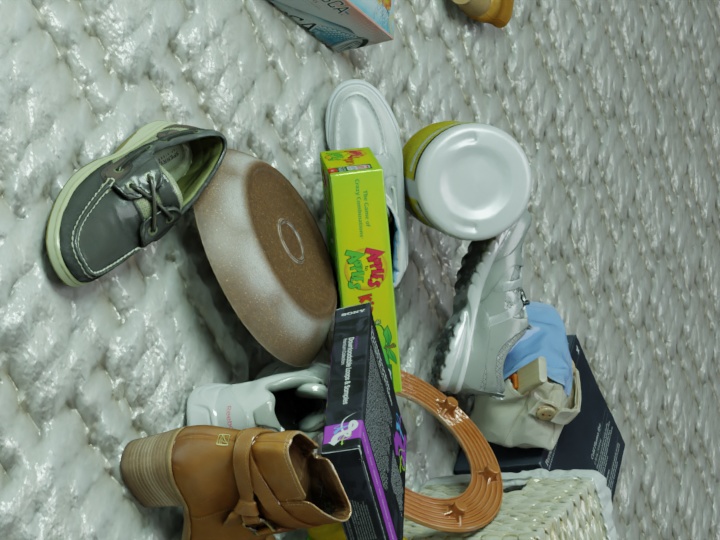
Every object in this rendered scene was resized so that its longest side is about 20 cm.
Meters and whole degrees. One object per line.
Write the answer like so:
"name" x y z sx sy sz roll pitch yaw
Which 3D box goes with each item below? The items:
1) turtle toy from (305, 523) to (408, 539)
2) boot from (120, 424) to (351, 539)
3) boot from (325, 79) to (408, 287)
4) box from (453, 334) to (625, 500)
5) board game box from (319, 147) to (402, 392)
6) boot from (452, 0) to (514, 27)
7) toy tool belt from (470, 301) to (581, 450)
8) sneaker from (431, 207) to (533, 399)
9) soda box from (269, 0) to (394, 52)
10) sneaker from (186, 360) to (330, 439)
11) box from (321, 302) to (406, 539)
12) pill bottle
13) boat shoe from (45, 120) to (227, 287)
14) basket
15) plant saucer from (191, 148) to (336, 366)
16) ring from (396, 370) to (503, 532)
"turtle toy" -0.002 0.293 1.307 0.146 0.101 0.200 38 22 -49
"boot" -0.071 0.185 1.179 0.200 0.154 0.074 50 42 -43
"boot" 0.012 -0.079 1.461 0.096 0.073 0.200 -102 179 -81
"box" 0.204 0.206 1.728 0.182 0.104 0.200 63 33 -32
"board game box" 0.000 0.000 1.377 0.102 0.047 0.200 -111 -164 -74
"boot" 0.134 -0.388 1.817 0.144 0.071 0.202 0 86 -67
"toy tool belt" 0.172 0.082 1.623 0.200 0.125 0.123 -90 -173 -50
"sneaker" 0.135 0.032 1.537 0.075 0.082 0.200 -164 -87 -79
"soda box" -0.043 -0.274 1.448 0.200 0.068 0.064 29 58 -55
"sneaker" -0.053 0.116 1.289 0.200 0.099 0.078 -16 96 -61
"box" 0.005 0.139 1.256 0.200 0.036 0.143 -82 160 -59
"pill bottle" 0.093 -0.092 1.532 0.200 0.111 0.112 -141 -143 -79
"boat shoe" -0.164 -0.059 1.170 0.201 0.066 0.072 -55 130 -52
"basket" 0.134 0.307 1.477 0.161 0.198 0.200 -24 105 -58
"plant saucer" -0.071 -0.019 1.303 0.200 0.037 0.201 52 24 -35
"ring" 0.050 0.155 1.424 0.200 0.019 0.201 25 32 -17
